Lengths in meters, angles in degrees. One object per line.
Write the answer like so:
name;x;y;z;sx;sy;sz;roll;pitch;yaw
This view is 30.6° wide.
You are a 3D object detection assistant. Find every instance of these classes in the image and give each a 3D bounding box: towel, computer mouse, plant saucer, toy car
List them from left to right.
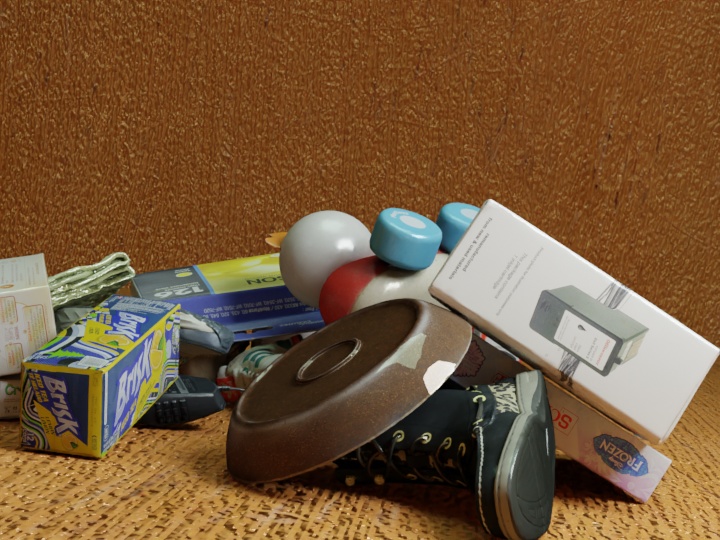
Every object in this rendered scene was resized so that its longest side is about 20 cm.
towel;-0.320;0.040;1.309;0.148;0.037;0.200;-22;-7;-39
computer mouse;-0.110;0.113;1.131;0.199;0.034;0.059;1;13;-15
plant saucer;-0.016;0.076;0.934;0.200;0.035;0.200;-28;16;9
toy car;0.000;0.000;1.255;0.200;0.185;0.177;35;28;34

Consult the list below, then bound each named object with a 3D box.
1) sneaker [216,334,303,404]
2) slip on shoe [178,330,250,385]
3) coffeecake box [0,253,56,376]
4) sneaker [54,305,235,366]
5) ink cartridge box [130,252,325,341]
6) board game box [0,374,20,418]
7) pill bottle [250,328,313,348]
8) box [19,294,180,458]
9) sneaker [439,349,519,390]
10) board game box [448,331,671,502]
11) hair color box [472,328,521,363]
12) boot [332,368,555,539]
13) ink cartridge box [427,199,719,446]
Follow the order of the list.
sneaker;-0.090;0.112;1.264;0.093;0.071;0.200;-17;8;-2
slip on shoe;-0.157;0.097;1.401;0.076;0.061;0.200;-13;-2;0
coffeecake box;-0.358;0.045;1.098;0.199;0.073;0.154;-8;13;-13
sneaker;-0.201;0.082;1.211;0.200;0.087;0.078;-4;-20;32
ink cartridge box;-0.131;0.028;1.362;0.197;0.047;0.200;-7;12;-14
board game box;-0.316;0.097;1.165;0.200;0.035;0.126;7;3;44
pill bottle;-0.067;0.078;1.485;0.111;0.112;0.200;6;1;-1
box;-0.197;0.078;1.020;0.064;0.070;0.200;6;13;8
sneaker;0.054;0.130;1.186;0.200;0.076;0.088;-5;-24;-32
board game box;0.133;0.102;1.069;0.199;0.041;0.200;32;-1;-3
hair color box;0.100;0.096;1.493;0.064;0.111;0.200;6;1;-28
boot;0.049;0.129;0.880;0.153;0.074;0.204;-8;13;14
ink cartridge box;0.156;0.040;0.999;0.200;0.084;0.146;34;-1;5
